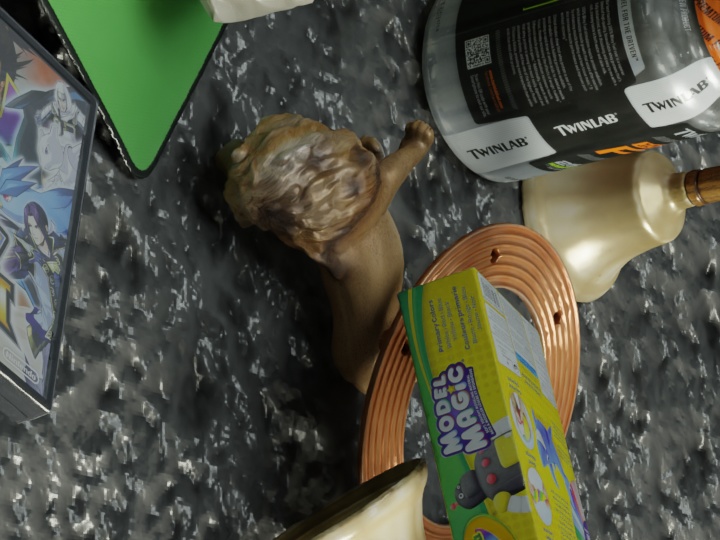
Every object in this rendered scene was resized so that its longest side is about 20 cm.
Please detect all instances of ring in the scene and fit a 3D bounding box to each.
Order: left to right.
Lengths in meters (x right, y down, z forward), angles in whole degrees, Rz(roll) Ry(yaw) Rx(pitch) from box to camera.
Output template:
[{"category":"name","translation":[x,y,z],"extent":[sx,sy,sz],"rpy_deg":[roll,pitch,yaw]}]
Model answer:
[{"category":"ring","translation":[0.056,0.071,1.515],"extent":[0.200,0.019,0.202],"rpy_deg":[-23,120,-48]}]

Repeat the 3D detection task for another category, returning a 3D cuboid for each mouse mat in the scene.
[{"category":"mouse mat","translation":[-0.118,-0.167,1.387],"extent":[0.201,0.007,0.161],"rpy_deg":[63,36,-38]}]

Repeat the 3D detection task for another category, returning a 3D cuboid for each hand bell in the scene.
[{"category":"hand bell","translation":[0.036,0.205,1.390],"extent":[0.104,0.104,0.201],"rpy_deg":[-34,95,-52]},{"category":"hand bell","translation":[0.203,-0.050,1.650],"extent":[0.104,0.199,0.105],"rpy_deg":[19,65,-48]}]

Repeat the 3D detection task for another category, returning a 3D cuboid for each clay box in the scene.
[{"category":"clay box","translation":[0.075,0.111,1.395],"extent":[0.115,0.047,0.201],"rpy_deg":[42,34,-63]}]

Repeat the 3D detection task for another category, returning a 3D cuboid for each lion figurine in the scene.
[{"category":"lion figurine","translation":[0.000,0.000,1.475],"extent":[0.122,0.072,0.201],"rpy_deg":[-44,117,-46]}]

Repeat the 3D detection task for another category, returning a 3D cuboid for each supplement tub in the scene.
[{"category":"supplement tub","translation":[0.144,-0.127,1.595],"extent":[0.122,0.199,0.123],"rpy_deg":[19,65,-48]}]

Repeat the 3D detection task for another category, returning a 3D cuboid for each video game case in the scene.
[{"category":"video game case","translation":[-0.193,-0.059,1.245],"extent":[0.200,0.025,0.182],"rpy_deg":[44,39,-41]}]

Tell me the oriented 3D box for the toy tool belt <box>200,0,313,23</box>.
[{"category":"toy tool belt","translation":[-0.059,-0.230,1.396],"extent":[0.123,0.124,0.201],"rpy_deg":[-88,168,-71]}]
